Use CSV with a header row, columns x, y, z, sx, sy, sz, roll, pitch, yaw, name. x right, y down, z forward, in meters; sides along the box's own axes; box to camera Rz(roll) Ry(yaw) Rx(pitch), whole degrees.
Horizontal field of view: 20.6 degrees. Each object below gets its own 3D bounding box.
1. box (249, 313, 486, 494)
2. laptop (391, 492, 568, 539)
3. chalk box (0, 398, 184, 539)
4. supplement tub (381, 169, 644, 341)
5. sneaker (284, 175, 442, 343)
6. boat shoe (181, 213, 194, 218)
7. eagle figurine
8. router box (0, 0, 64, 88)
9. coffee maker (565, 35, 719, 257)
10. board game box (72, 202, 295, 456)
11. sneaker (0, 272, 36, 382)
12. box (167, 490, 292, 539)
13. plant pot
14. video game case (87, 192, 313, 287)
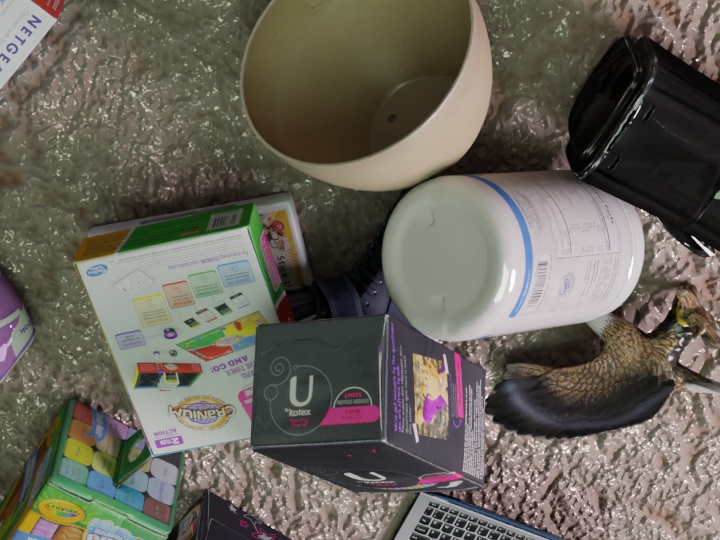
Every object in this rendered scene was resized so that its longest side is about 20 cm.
x,y,z,sx,sy,sz,roll,pitch,yaw,name
0.011,0.113,1.607,0.122,0.106,0.200,-6,161,26,box
0.130,0.282,1.831,0.187,0.116,0.200,22,118,-10,laptop
-0.242,0.211,1.791,0.124,0.125,0.200,27,119,-14,chalk box
0.124,-0.015,1.598,0.132,0.200,0.132,4,96,38,supplement tub
0.000,0.001,1.681,0.146,0.077,0.203,-3,121,-15,sneaker
-0.169,0.043,1.703,0.069,0.071,0.200,4,120,-3,boat shoe
0.217,0.086,1.714,0.200,0.151,0.152,-41,131,10,eagle figurine
-0.370,-0.197,1.609,0.179,0.049,0.200,36,114,-17,router box
0.279,-0.091,1.573,0.200,0.192,0.135,26,89,-15,coffee maker
-0.132,0.052,1.642,0.153,0.040,0.200,-11,119,12,board game box
-0.383,0.078,1.755,0.200,0.073,0.114,-23,119,14,sneaker
-0.098,0.326,1.851,0.200,0.132,0.115,32,114,-15,box
0.023,-0.141,1.569,0.200,0.201,0.134,-25,146,15,plant pot
-0.127,0.036,1.752,0.182,0.023,0.200,-10,118,7,video game case
